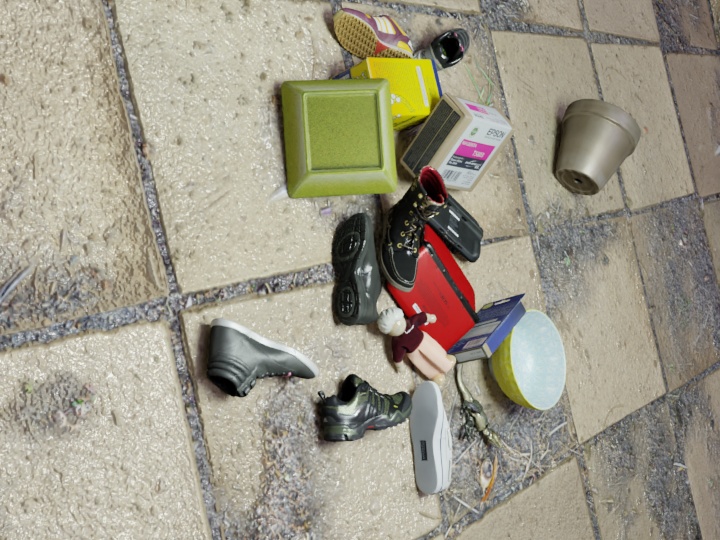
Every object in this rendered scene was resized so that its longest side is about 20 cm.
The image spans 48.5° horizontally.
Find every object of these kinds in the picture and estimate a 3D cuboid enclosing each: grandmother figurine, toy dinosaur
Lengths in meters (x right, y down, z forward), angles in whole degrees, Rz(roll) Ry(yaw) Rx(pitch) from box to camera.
[{"bbox_3d":[0.101,0.130,1.473,0.199,0.060,0.123,41,70,-36],"label":"grandmother figurine"},{"bbox_3d":[0.222,0.280,1.582,0.204,0.047,0.088,65,32,-10],"label":"toy dinosaur"}]

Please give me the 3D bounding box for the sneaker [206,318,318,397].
[{"bbox_3d":[-0.156,0.157,1.231,0.197,0.070,0.101,28,64,-30],"label":"sneaker"}]

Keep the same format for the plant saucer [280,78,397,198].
[{"bbox_3d":[-0.032,-0.234,1.374,0.194,0.048,0.206,-4,88,-11],"label":"plant saucer"}]

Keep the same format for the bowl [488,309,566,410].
[{"bbox_3d":[0.331,0.189,1.664,0.197,0.106,0.206,12,73,-41],"label":"bowl"}]

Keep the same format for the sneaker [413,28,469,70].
[{"bbox_3d":[0.192,-0.471,1.699,0.199,0.086,0.075,-39,107,-42],"label":"sneaker"}]

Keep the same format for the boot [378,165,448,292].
[{"bbox_3d":[0.097,-0.078,1.437,0.072,0.151,0.203,21,44,-17],"label":"boot"}]

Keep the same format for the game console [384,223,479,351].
[{"bbox_3d":[0.141,0.033,1.581,0.172,0.118,0.202,-40,110,-9],"label":"game console"}]

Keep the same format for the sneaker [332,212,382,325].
[{"bbox_3d":[0.000,0.000,1.425,0.090,0.075,0.206,15,77,-51],"label":"sneaker"}]

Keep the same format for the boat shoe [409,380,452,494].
[{"bbox_3d":[0.135,0.307,1.482,0.065,0.072,0.206,3,88,-48],"label":"boat shoe"}]

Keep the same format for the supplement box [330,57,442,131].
[{"bbox_3d":[0.055,-0.331,1.519,0.197,0.108,0.112,-13,89,-44],"label":"supplement box"}]

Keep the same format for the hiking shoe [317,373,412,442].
[{"bbox_3d":[0.014,0.224,1.371,0.197,0.075,0.103,-12,92,-44],"label":"hiking shoe"}]

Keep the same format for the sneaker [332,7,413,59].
[{"bbox_3d":[0.021,-0.463,1.553,0.198,0.074,0.092,24,49,-39],"label":"sneaker"}]

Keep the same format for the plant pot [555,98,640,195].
[{"bbox_3d":[0.566,-0.290,1.971,0.199,0.198,0.176,36,75,-32],"label":"plant pot"}]

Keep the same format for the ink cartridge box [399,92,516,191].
[{"bbox_3d":[0.195,-0.248,1.581,0.197,0.166,0.076,0,44,-49],"label":"ink cartridge box"}]

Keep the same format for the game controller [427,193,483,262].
[{"bbox_3d":[0.184,-0.102,1.634,0.199,0.042,0.106,39,52,-31],"label":"game controller"}]

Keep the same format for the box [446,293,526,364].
[{"bbox_3d":[0.252,0.118,1.595,0.200,0.120,0.033,-42,104,-41],"label":"box"}]
